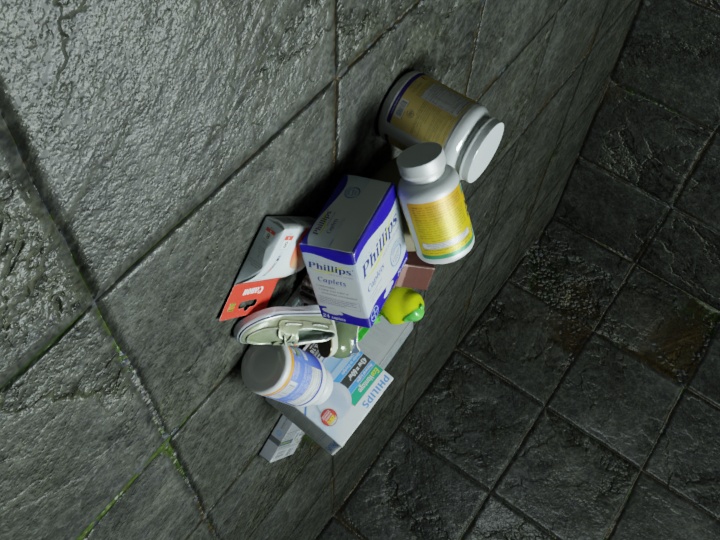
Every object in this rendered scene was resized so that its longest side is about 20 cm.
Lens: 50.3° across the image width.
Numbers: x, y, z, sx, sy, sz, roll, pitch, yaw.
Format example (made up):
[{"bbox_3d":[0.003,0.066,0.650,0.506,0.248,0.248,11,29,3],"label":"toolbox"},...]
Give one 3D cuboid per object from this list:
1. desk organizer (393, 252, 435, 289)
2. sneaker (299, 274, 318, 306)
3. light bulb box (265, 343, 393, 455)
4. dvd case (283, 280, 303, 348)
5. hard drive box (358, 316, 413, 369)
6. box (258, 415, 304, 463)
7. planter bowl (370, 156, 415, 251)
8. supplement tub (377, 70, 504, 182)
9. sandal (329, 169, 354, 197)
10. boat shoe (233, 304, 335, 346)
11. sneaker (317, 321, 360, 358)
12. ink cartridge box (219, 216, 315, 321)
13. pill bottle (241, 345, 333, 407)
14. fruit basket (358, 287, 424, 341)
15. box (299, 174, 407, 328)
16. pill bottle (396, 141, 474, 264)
[{"bbox_3d":[0.107,-0.051,1.703,0.201,0.076,0.072,-96,-163,-47],"label":"desk organizer"},{"bbox_3d":[-0.065,0.003,1.479,0.081,0.075,0.201,-36,146,-49],"label":"sneaker"},{"bbox_3d":[-0.070,0.262,1.693,0.198,0.200,0.125,-50,176,-24],"label":"light bulb box"},{"bbox_3d":[-0.135,0.113,1.594,0.146,0.022,0.200,-54,163,-14],"label":"dvd case"},{"bbox_3d":[0.010,0.166,1.859,0.200,0.155,0.077,-52,163,-15],"label":"hard drive box"},{"bbox_3d":[-0.165,0.384,1.948,0.201,0.041,0.156,-59,163,6],"label":"box"},{"bbox_3d":[0.072,-0.122,1.521,0.134,0.201,0.201,-22,151,-15],"label":"planter bowl"},{"bbox_3d":[0.148,-0.264,1.418,0.146,0.199,0.146,-50,162,-23],"label":"supplement tub"},{"bbox_3d":[-0.023,-0.113,1.465,0.075,0.048,0.201,-52,161,-19],"label":"sandal"},{"bbox_3d":[-0.133,0.106,1.404,0.199,0.062,0.072,-9,139,-32],"label":"boat shoe"},{"bbox_3d":[-0.038,0.081,1.553,0.089,0.067,0.202,11,71,-35],"label":"sneaker"},{"bbox_3d":[-0.148,0.002,1.320,0.201,0.050,0.162,-65,161,13],"label":"ink cartridge box"},{"bbox_3d":[-0.137,0.208,1.518,0.112,0.112,0.200,-57,147,-1],"label":"pill bottle"},{"bbox_3d":[0.060,0.069,1.754,0.216,0.215,0.156,-50,161,-23],"label":"fruit basket"},{"bbox_3d":[-0.005,-0.034,1.372,0.184,0.104,0.201,-61,151,-35],"label":"box"},{"bbox_3d":[0.129,-0.121,1.364,0.113,0.112,0.201,-46,130,-33],"label":"pill bottle"}]
